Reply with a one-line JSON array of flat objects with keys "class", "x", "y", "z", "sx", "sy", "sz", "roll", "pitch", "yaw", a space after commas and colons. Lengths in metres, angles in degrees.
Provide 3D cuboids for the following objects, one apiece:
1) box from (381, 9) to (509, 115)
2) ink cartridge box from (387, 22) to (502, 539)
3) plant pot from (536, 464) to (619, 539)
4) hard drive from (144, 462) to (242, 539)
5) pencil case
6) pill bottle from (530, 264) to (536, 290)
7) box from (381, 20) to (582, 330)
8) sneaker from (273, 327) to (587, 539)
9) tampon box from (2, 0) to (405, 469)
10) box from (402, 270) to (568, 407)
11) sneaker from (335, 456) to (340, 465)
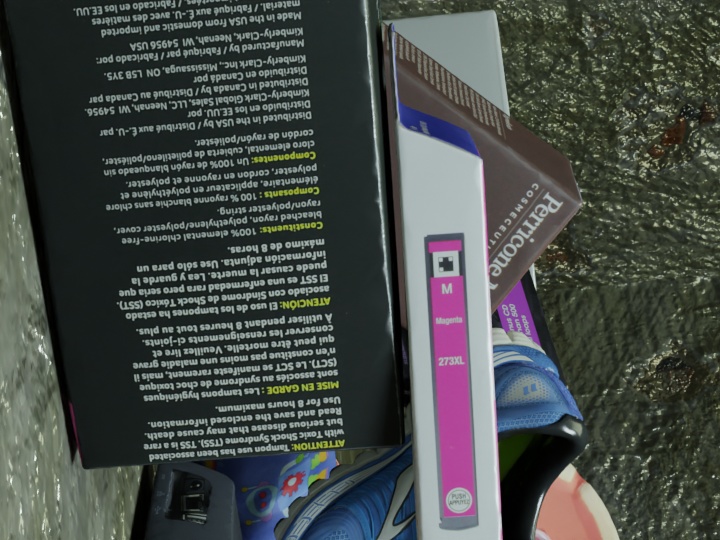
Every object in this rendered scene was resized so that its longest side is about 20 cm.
[{"class": "box", "x": -0.004, "y": -0.075, "z": 1.036, "sx": 0.152, "sy": 0.199, "sz": 0.107, "roll": 80, "pitch": 6, "yaw": -63}, {"class": "ink cartridge box", "x": 0.031, "y": 0.007, "z": 0.606, "sx": 0.095, "sy": 0.037, "sz": 0.201, "roll": -83, "pitch": 168, "yaw": -80}, {"class": "plant pot", "x": 0.051, "y": 0.193, "z": 0.960, "sx": 0.177, "sy": 0.200, "sz": 0.202, "roll": -33, "pitch": -127, "yaw": 46}, {"class": "hard drive", "x": -0.071, "y": 0.190, "z": 0.694, "sx": 0.200, "sy": 0.042, "sz": 0.136, "roll": -92, "pitch": 177, "yaw": -57}, {"class": "pencil case", "x": -0.058, "y": 0.096, "z": 0.855, "sx": 0.078, "sy": 0.087, "sz": 0.201, "roll": 31, "pitch": -39, "yaw": 37}, {"class": "pill bottle", "x": 0.001, "y": 0.019, "z": 0.927, "sx": 0.114, "sy": 0.199, "sz": 0.115, "roll": -5, "pitch": 90, "yaw": -88}, {"class": "box", "x": -0.007, "y": -0.060, "z": 0.729, "sx": 0.100, "sy": 0.200, "sz": 0.075, "roll": -52, "pitch": -168, "yaw": 17}, {"class": "sneaker", "x": 0.028, "y": 0.123, "z": 0.745, "sx": 0.078, "sy": 0.200, "sz": 0.089, "roll": 33, "pitch": 9, "yaw": -38}, {"class": "tampon box", "x": -0.051, "y": -0.048, "z": 0.616, "sx": 0.150, "sy": 0.125, "sz": 0.201, "roll": -88, "pitch": 174, "yaw": -69}, {"class": "box", "x": 0.000, "y": 0.000, "z": 0.802, "sx": 0.036, "sy": 0.199, "sz": 0.144, "roll": -50, "pitch": -135, "yaw": 44}, {"class": "sneaker", "x": -0.062, "y": 0.124, "z": 1.056, "sx": 0.087, "sy": 0.073, "sz": 0.201, "roll": -62, "pitch": 146, "yaw": -61}]
